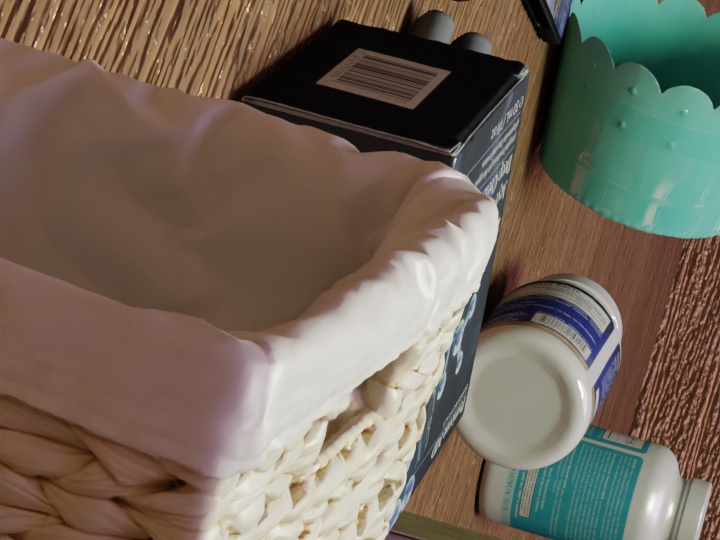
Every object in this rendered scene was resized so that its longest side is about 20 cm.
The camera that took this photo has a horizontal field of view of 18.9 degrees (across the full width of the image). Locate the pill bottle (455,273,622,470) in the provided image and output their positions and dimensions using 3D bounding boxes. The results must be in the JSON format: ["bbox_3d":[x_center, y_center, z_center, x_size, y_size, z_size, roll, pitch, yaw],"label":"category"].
[{"bbox_3d":[0.146,0.073,1.724,0.200,0.115,0.117,-41,144,-67],"label":"pill bottle"}]

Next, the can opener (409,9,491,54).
[{"bbox_3d":[0.018,-0.053,1.224,0.066,0.052,0.201,-20,-134,63],"label":"can opener"}]

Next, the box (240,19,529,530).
[{"bbox_3d":[0.000,0.000,1.054,0.148,0.106,0.201,-50,153,-63],"label":"box"}]

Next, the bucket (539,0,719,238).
[{"bbox_3d":[0.247,-0.129,1.756,0.207,0.206,0.136,-52,162,-59],"label":"bucket"}]

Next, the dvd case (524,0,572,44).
[{"bbox_3d":[0.148,-0.256,1.580,0.200,0.017,0.144,35,71,-77],"label":"dvd case"}]

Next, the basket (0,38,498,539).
[{"bbox_3d":[-0.093,0.040,0.510,0.198,0.199,0.162,-33,138,-70],"label":"basket"}]

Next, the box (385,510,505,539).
[{"bbox_3d":[0.023,0.188,1.203,0.200,0.175,0.097,29,76,-77],"label":"box"}]

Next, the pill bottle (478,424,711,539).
[{"bbox_3d":[0.215,0.199,1.966,0.111,0.199,0.112,15,90,-76],"label":"pill bottle"}]
